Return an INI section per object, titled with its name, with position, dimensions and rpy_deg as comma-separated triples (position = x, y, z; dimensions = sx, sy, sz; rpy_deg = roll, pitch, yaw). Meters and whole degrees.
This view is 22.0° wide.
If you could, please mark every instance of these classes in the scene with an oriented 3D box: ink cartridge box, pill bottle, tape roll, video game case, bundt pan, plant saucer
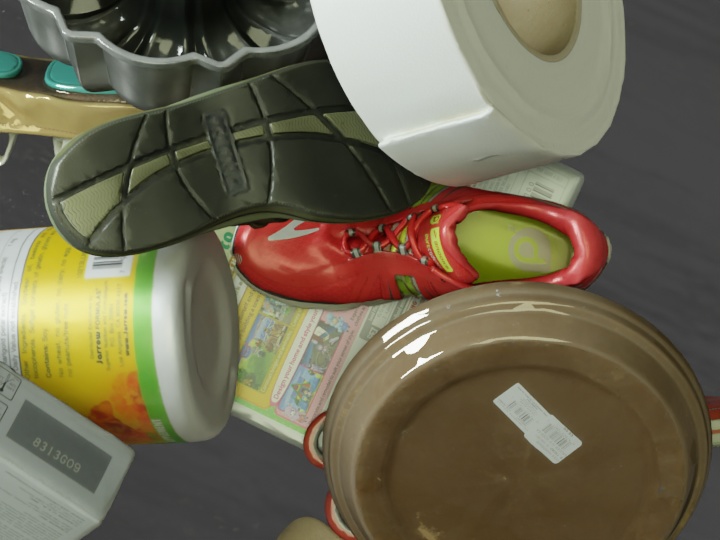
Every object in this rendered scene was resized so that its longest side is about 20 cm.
[ink cartridge box]
position = -0.222, 0.092, 0.909
dimensions = 0.159, 0.200, 0.048
rpy_deg = 35, 54, -16
[pill bottle]
position = -0.170, 0.035, 0.942
dimensions = 0.197, 0.111, 0.113
rpy_deg = -4, 87, 12
[tape roll]
position = 0.056, -0.146, 0.921
dimensions = 0.070, 0.202, 0.205
rpy_deg = -13, 87, 33
[video game case]
position = 0.000, 0.000, 1.002
dimensions = 0.181, 0.022, 0.202
rpy_deg = 25, 88, -1
[bundt pan]
position = -0.091, -0.161, 0.952
dimensions = 0.199, 0.076, 0.204
rpy_deg = 4, 57, -6
[plant saucer]
position = 0.079, 0.098, 0.929
dimensions = 0.197, 0.030, 0.202
rpy_deg = 1, 120, 2

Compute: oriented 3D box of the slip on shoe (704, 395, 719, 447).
[slip on shoe]
position = 0.123, 0.060, 0.970
dimensions = 0.198, 0.074, 0.062
rpy_deg = 10, 84, -9

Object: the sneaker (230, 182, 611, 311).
[sneaker]
position = 0.031, -0.019, 0.950
dimensions = 0.197, 0.085, 0.078
rpy_deg = 0, 87, -2

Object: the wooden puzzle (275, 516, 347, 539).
[wooden puzzle]
position = -0.011, 0.253, 0.946
dimensions = 0.199, 0.046, 0.186
rpy_deg = 33, 68, 19

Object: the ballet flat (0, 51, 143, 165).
[ballet flat]
position = -0.174, -0.086, 0.989
dimensions = 0.197, 0.069, 0.064
rpy_deg = 7, 115, 1

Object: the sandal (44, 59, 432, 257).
[sandal]
position = -0.058, -0.054, 0.898
dimensions = 0.199, 0.057, 0.081
rpy_deg = -9, 87, -20

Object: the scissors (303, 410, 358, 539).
[scissors]
position = 0.070, 0.099, 0.982
dimensions = 0.197, 0.014, 0.074
rpy_deg = -6, 85, -1
